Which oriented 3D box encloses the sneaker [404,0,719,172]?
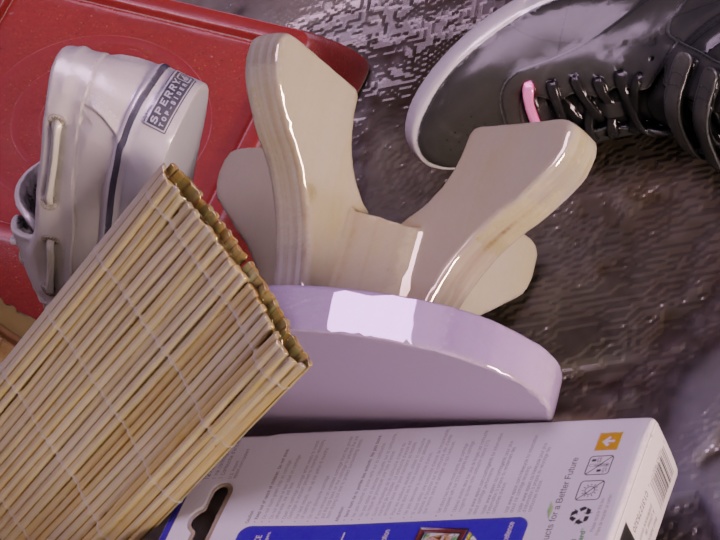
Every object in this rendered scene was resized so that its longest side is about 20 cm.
[{"bbox_3d":[0.117,-0.076,1.232,0.199,0.071,0.099,-21,36,3],"label":"sneaker"}]

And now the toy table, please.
[{"bbox_3d":[0.000,0.000,1.155,0.199,0.184,0.118,3,64,29],"label":"toy table"}]

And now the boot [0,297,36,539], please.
[{"bbox_3d":[-0.216,0.083,1.209,0.175,0.066,0.201,27,54,-4],"label":"boot"}]

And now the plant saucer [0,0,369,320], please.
[{"bbox_3d":[-0.121,-0.060,1.330,0.199,0.037,0.200,15,54,14],"label":"plant saucer"}]

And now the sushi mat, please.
[{"bbox_3d":[-0.097,0.052,1.133,0.012,0.200,0.096,-20,69,-47],"label":"sushi mat"}]

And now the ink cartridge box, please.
[{"bbox_3d":[0.015,0.103,1.095,0.199,0.037,0.095,-2,42,28],"label":"ink cartridge box"}]

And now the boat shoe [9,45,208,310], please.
[{"bbox_3d":[-0.112,-0.019,1.179,0.065,0.200,0.072,24,58,4],"label":"boat shoe"}]
